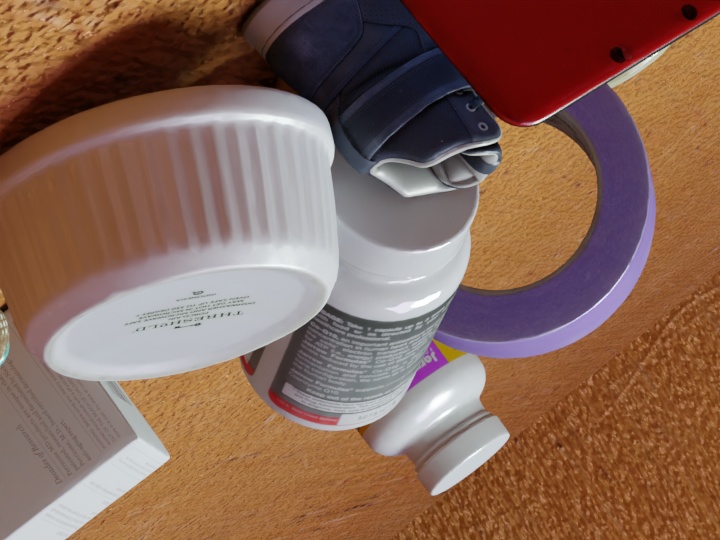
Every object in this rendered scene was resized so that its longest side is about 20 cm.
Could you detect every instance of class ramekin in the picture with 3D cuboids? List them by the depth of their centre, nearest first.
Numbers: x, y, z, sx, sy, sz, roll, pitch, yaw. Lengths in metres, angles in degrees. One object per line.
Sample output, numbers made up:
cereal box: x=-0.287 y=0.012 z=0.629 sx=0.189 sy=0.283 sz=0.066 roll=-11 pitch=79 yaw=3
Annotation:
ramekin: x=-0.102 y=-0.013 z=1.473 sx=0.201 sy=0.095 sz=0.203 roll=-14 pitch=161 yaw=-5

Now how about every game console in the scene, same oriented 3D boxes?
game console: x=0.084 y=-0.160 z=1.424 sx=0.199 sy=0.119 sz=0.172 roll=-31 pitch=-166 yaw=-27

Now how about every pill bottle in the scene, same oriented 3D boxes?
pill bottle: x=0.000 y=0.000 z=1.628 sx=0.114 sy=0.114 sz=0.200 roll=-31 pitch=161 yaw=-29
pill bottle: x=0.022 y=0.063 z=2.034 sx=0.104 sy=0.200 sz=0.104 roll=-36 pitch=168 yaw=-8

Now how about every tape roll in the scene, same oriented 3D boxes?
tape roll: x=0.094 y=-0.046 z=1.833 sx=0.200 sy=0.200 sz=0.085 roll=-38 pitch=168 yaw=2

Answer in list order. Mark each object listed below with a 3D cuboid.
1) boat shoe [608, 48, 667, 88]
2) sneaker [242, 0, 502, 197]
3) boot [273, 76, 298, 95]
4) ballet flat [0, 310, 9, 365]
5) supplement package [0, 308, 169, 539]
boat shoe: x=0.199 y=-0.201 z=1.885 sx=0.200 sy=0.072 sz=0.065 roll=-43 pitch=157 yaw=20
sneaker: x=0.056 y=-0.129 z=1.540 sx=0.202 sy=0.146 sz=0.077 roll=-35 pitch=167 yaw=-19
boot: x=-0.055 y=-0.074 z=1.652 sx=0.200 sy=0.071 sz=0.144 roll=-27 pitch=154 yaw=-21
ballet flat: x=-0.287 y=0.075 z=1.549 sx=0.200 sy=0.071 sz=0.065 roll=-41 pitch=141 yaw=3
supplement package: x=-0.237 y=0.125 z=1.714 sx=0.200 sy=0.118 sz=0.117 roll=-37 pitch=169 yaw=-2
